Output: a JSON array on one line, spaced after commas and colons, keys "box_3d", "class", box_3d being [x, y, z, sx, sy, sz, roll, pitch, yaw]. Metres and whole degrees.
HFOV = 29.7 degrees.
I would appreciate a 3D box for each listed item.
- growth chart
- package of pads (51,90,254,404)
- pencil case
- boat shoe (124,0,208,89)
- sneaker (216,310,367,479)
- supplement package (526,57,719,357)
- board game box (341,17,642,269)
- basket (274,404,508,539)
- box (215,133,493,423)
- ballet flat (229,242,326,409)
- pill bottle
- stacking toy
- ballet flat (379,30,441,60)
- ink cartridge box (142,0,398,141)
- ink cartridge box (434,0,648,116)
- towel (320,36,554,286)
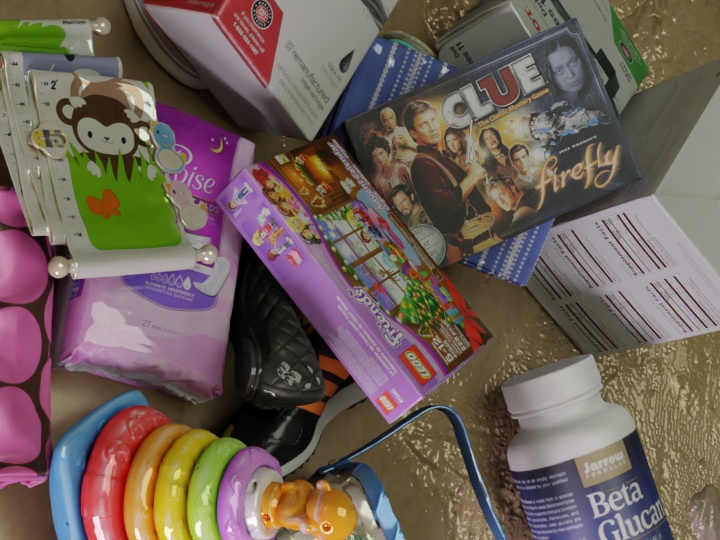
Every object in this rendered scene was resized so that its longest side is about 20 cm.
[{"box_3d": [-0.179, -0.083, 0.898, 0.144, 0.018, 0.202, -17, 78, -42], "class": "growth chart"}, {"box_3d": [-0.146, -0.014, 0.968, 0.120, 0.075, 0.202, 19, 68, -32], "class": "package of pads"}, {"box_3d": [-0.240, 0.045, 0.884, 0.093, 0.090, 0.203, 8, 76, -40], "class": "pencil case"}, {"box_3d": [-0.144, -0.238, 1.026, 0.070, 0.071, 0.203, -26, 95, -37], "class": "boat shoe"}, {"box_3d": [-0.047, 0.075, 0.999, 0.200, 0.069, 0.091, -37, 127, -41], "class": "sneaker"}, {"box_3d": [0.262, -0.052, 1.181, 0.147, 0.199, 0.192, 47, 58, -16], "class": "supplement package"}, {"box_3d": [0.101, -0.093, 1.058, 0.198, 0.035, 0.137, -24, 93, 0], "class": "board game box"}, {"box_3d": [0.018, 0.215, 0.982, 0.199, 0.139, 0.178, -26, 92, -26], "class": "basket"}, {"box_3d": [0.000, 0.000, 0.984, 0.201, 0.039, 0.137, 52, 31, 5], "class": "box"}, {"box_3d": [-0.063, 0.033, 0.976, 0.056, 0.067, 0.201, 14, 32, -17], "class": "ballet flat"}, {"box_3d": [0.186, 0.177, 1.126, 0.110, 0.111, 0.202, -19, 89, -36], "class": "pill bottle"}, {"box_3d": [-0.090, 0.147, 0.876, 0.110, 0.198, 0.118, -34, 121, -60], "class": "stacking toy"}, {"box_3d": [0.080, -0.124, 1.165, 0.201, 0.070, 0.071, 52, 56, -12], "class": "ballet flat"}, {"box_3d": [-0.048, -0.223, 1.017, 0.201, 0.083, 0.144, -60, 140, -18], "class": "ink cartridge box"}, {"box_3d": [0.162, -0.183, 1.180, 0.147, 0.083, 0.200, 56, 35, -11], "class": "ink cartridge box"}, {"box_3d": [0.067, -0.087, 1.087, 0.198, 0.024, 0.146, 22, 93, -3], "class": "towel"}]
